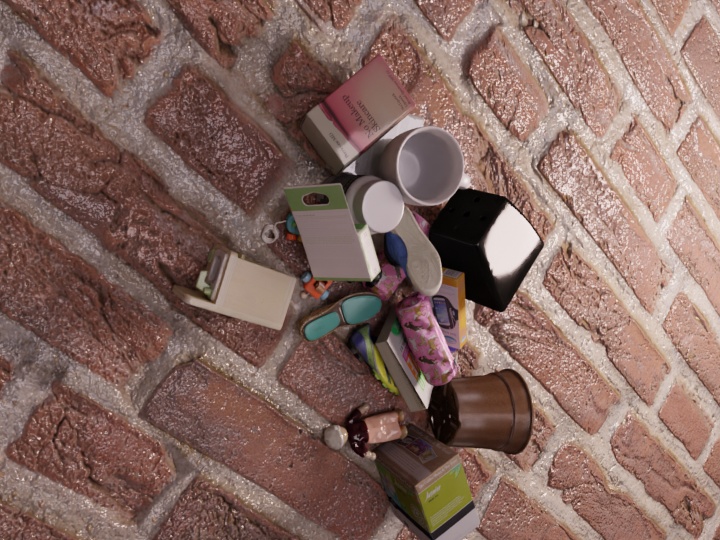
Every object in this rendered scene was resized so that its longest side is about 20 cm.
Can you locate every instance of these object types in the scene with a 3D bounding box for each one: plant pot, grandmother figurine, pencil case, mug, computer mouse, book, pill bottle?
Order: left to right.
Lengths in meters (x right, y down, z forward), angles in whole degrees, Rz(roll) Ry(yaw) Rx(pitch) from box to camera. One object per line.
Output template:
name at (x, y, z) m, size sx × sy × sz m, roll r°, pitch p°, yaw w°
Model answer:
pill bottle at (-0.003, -0.134, 1.310) m, size 0.111 × 0.199 × 0.118 m, roll -5°, pitch 100°, yaw -27°
computer mouse at (0.000, 0.000, 1.335) m, size 0.058 × 0.199 × 0.034 m, roll -42°, pitch 106°, yaw -9°
grandmother figurine at (0.009, 0.369, 1.477) m, size 0.194 × 0.061 × 0.124 m, roll -2°, pitch 59°, yaw -24°
pencil case at (0.081, -0.035, 1.439) m, size 0.086 × 0.083 × 0.202 m, roll 40°, pitch 78°, yaw -8°
book at (0.107, 0.199, 1.485) m, size 0.203 × 0.047 × 0.135 m, roll 61°, pitch 33°, yaw -23°
mug at (0.133, -0.203, 1.328) m, size 0.194 × 0.175 × 0.153 m, roll 13°, pitch 92°, yaw -18°
pencil case at (0.146, 0.148, 1.429) m, size 0.085 × 0.083 × 0.204 m, roll -27°, pitch 101°, yaw -2°
plant pot at (0.280, 0.341, 1.560) m, size 0.192 × 0.199 × 0.208 m, roll 3°, pitch 97°, yaw -22°
plant pot at (0.261, -0.064, 1.434) m, size 0.202 × 0.197 × 0.179 m, roll -53°, pitch 137°, yaw -18°

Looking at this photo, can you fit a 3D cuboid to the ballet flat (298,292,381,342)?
ballet flat at (-0.049, 0.092, 1.395) m, size 0.195 × 0.065 × 0.073 m, roll -18°, pitch 107°, yaw -23°

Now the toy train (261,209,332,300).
toy train at (-0.104, -0.034, 1.336) m, size 0.150 × 0.056 × 0.201 m, roll -42°, pitch 114°, yaw -2°

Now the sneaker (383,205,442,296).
sneaker at (0.104, -0.025, 1.338) m, size 0.075 × 0.112 × 0.204 m, roll -22°, pitch 68°, yaw -14°

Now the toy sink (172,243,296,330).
toy sink at (-0.241, 0.022, 1.241) m, size 0.195 × 0.129 × 0.116 m, roll 19°, pitch 89°, yaw -29°

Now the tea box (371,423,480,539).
tea box at (0.148, 0.498, 1.495) m, size 0.131 × 0.198 × 0.202 m, roll -26°, pitch 108°, yaw -22°

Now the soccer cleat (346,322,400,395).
soccer cleat at (0.051, 0.203, 1.468) m, size 0.084 × 0.065 × 0.201 m, roll -43°, pitch 114°, yaw -6°

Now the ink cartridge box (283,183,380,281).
ink cartridge box at (-0.053, -0.076, 1.234) m, size 0.048 × 0.142 × 0.205 m, roll -44°, pitch 126°, yaw -46°

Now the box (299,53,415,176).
box at (-0.007, -0.310, 1.306) m, size 0.199 × 0.109 × 0.129 m, roll -41°, pitch 97°, yaw -11°

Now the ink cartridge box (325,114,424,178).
ink cartridge box at (0.030, -0.274, 1.407) m, size 0.194 × 0.047 × 0.166 m, roll 13°, pitch 92°, yaw -15°

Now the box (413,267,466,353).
box at (0.179, 0.088, 1.460) m, size 0.041 × 0.116 × 0.205 m, roll -38°, pitch 132°, yaw -41°
